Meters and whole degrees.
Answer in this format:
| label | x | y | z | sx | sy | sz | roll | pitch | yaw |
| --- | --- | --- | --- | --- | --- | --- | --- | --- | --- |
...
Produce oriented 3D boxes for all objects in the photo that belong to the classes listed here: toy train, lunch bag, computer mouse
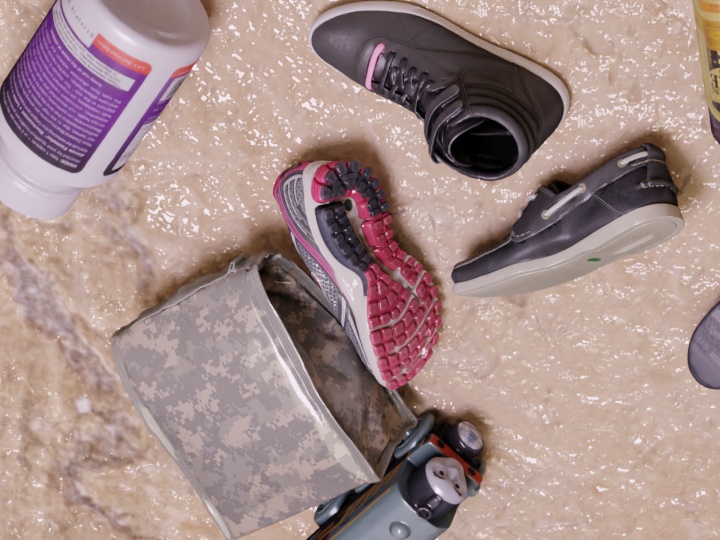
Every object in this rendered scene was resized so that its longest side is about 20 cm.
| label | x | y | z | sx | sy | sz | roll | pitch | yaw |
| --- | --- | --- | --- | --- | --- | --- | --- | --- | --- |
| toy train | 0.023 | 0.200 | 1.783 | 0.085 | 0.114 | 0.200 | 42 | 123 | -10 |
| lunch bag | -0.082 | 0.089 | 1.744 | 0.163 | 0.118 | 0.201 | -26 | 105 | 31 |
| computer mouse | 0.317 | 0.017 | 1.637 | 0.059 | 0.034 | 0.200 | 48 | 118 | 6 |

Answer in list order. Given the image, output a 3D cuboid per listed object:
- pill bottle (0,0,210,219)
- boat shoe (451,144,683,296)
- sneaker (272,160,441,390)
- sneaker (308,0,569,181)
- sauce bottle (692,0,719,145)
| label | x | y | z | sx | sy | sz | roll | pitch | yaw |
| --- | --- | --- | --- | --- | --- | --- | --- | --- | --- |
| pill bottle | -0.206 | -0.134 | 1.655 | 0.111 | 0.112 | 0.200 | 36 | 123 | -6 |
| boat shoe | 0.149 | -0.030 | 1.639 | 0.199 | 0.072 | 0.068 | -26 | 70 | 36 |
| sneaker | 0.000 | 0.000 | 1.702 | 0.074 | 0.081 | 0.201 | 7 | 126 | 47 |
| sneaker | 0.047 | -0.130 | 1.587 | 0.199 | 0.099 | 0.071 | 21 | 126 | 6 |
| sauce bottle | 0.272 | -0.130 | 1.538 | 0.066 | 0.066 | 0.201 | -5 | 119 | 20 |
